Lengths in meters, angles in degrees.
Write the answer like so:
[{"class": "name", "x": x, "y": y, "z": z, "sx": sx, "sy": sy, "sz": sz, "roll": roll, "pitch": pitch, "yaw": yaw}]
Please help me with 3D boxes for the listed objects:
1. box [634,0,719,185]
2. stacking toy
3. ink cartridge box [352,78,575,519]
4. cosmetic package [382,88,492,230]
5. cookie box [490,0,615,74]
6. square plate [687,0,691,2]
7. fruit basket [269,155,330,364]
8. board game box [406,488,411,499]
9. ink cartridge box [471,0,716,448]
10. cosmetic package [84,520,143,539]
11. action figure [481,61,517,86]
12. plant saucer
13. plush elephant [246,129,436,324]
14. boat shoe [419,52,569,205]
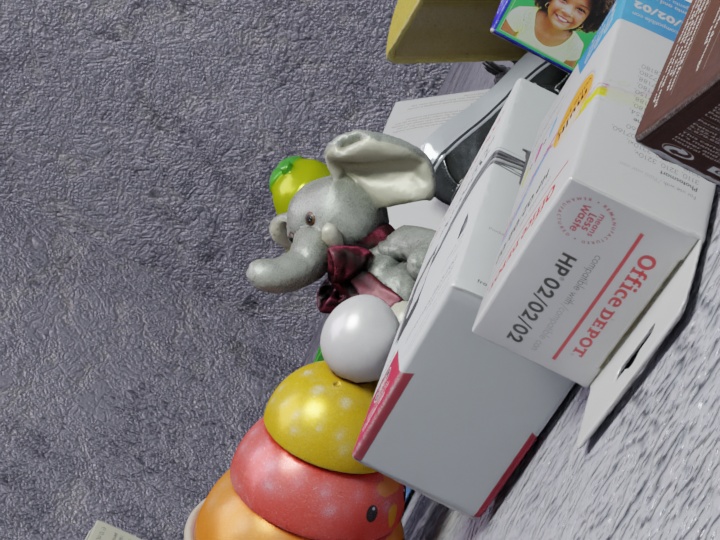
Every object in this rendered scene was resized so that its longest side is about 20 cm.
[{"class": "box", "x": 0.156, "y": -0.087, "z": 0.520, "sx": 0.200, "sy": 0.075, "sz": 0.101, "roll": 122, "pitch": 173, "yaw": -81}, {"class": "stacking toy", "x": -0.020, "y": 0.106, "z": 1.054, "sx": 0.146, "sy": 0.145, "sz": 0.201, "roll": -71, "pitch": -4, "yaw": -64}, {"class": "ink cartridge box", "x": 0.078, "y": 0.011, "z": 0.967, "sx": 0.200, "sy": 0.083, "sz": 0.146, "roll": -69, "pitch": 5, "yaw": -50}, {"class": "cosmetic package", "x": 0.060, "y": -0.051, "z": 1.377, "sx": 0.200, "sy": 0.107, "sz": 0.085, "roll": -67, "pitch": -36, "yaw": -44}, {"class": "cookie box", "x": 0.166, "y": -0.247, "z": 1.082, "sx": 0.171, "sy": 0.075, "sz": 0.200, "roll": -68, "pitch": 4, "yaw": -53}, {"class": "square plate", "x": 0.180, "y": -0.160, "z": 1.126, "sx": 0.198, "sy": 0.028, "sz": 0.201, "roll": 119, "pitch": 175, "yaw": -58}, {"class": "fruit basket", "x": -0.011, "y": -0.012, "z": 1.644, "sx": 0.216, "sy": 0.215, "sz": 0.156, "roll": -69, "pitch": 5, "yaw": -54}, {"class": "board game box", "x": -0.005, "y": 0.198, "z": 1.366, "sx": 0.152, "sy": 0.036, "sz": 0.200, "roll": -64, "pitch": 4, "yaw": 1}, {"class": "ink cartridge box", "x": 0.114, "y": -0.030, "z": 0.817, "sx": 0.115, "sy": 0.068, "sz": 0.200, "roll": 118, "pitch": 176, "yaw": -45}, {"class": "cosmetic package", "x": -0.112, "y": 0.263, "z": 1.159, "sx": 0.087, "sy": 0.199, "sz": 0.104, "roll": -74, "pitch": 9, "yaw": -67}, {"class": "action figure", "x": 0.090, "y": -0.101, "z": 1.552, "sx": 0.201, "sy": 0.102, "sz": 0.119, "roll": -64, "pitch": 14, "yaw": -14}, {"class": "plant saucer", "x": 0.123, "y": -0.240, "z": 1.270, "sx": 0.199, "sy": 0.049, "sz": 0.200, "roll": -7, "pitch": -38, "yaw": -39}, {"class": "plush elephant", "x": 0.000, "y": 0.000, "z": 1.162, "sx": 0.200, "sy": 0.154, "sz": 0.165, "roll": -52, "pitch": -8, "yaw": -39}, {"class": "boat shoe", "x": 0.124, "y": -0.108, "z": 1.305, "sx": 0.199, "sy": 0.068, "sz": 0.074, "roll": -37, "pitch": -27, "yaw": -37}]
